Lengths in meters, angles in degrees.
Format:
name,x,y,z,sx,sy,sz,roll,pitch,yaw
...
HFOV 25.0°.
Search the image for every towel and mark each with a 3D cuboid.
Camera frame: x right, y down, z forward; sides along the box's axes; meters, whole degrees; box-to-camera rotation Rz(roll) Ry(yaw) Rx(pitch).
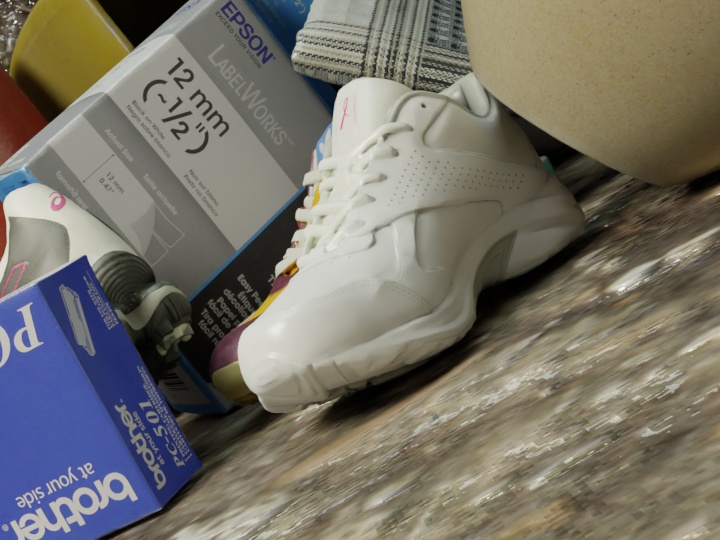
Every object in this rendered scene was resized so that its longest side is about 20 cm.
name,x,y,z,sx,sy,sz,roll,pitch,yaw
towel,0.074,-0.125,0.777,0.191,0.035,0.200,11,30,3

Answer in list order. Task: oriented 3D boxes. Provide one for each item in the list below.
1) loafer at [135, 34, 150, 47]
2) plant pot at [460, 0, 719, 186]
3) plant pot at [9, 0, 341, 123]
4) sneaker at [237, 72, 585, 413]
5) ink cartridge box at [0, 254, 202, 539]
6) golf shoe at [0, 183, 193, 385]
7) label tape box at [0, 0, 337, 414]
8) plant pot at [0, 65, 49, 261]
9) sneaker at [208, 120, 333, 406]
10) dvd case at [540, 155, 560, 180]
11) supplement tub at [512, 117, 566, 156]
name,x,y,z,sx,sy,sz,roll,pitch,yaw
loafer,-0.119,-0.048,1.003,0.062,0.202,0.072,-22,5,11
plant pot,0.115,-0.113,0.625,0.135,0.199,0.200,-62,-4,16
plant pot,-0.078,-0.118,0.908,0.176,0.200,0.200,-13,31,52
sneaker,0.006,-0.018,0.605,0.078,0.100,0.200,-25,7,35
ink cartridge box,-0.168,0.080,0.623,0.199,0.095,0.044,-27,6,21
golf shoe,-0.144,0.047,0.700,0.077,0.088,0.200,-27,-18,-50
label tape box,-0.052,-0.053,0.762,0.200,0.144,0.066,-45,16,-21
plant pot,-0.203,0.003,0.864,0.200,0.196,0.201,-33,9,6
sneaker,-0.007,-0.017,0.702,0.075,0.091,0.200,-23,8,44
dvd case,0.000,0.000,0.883,0.146,0.022,0.200,-33,5,-33
supplement tub,0.075,-0.133,1.043,0.144,0.145,0.200,-32,4,-30
